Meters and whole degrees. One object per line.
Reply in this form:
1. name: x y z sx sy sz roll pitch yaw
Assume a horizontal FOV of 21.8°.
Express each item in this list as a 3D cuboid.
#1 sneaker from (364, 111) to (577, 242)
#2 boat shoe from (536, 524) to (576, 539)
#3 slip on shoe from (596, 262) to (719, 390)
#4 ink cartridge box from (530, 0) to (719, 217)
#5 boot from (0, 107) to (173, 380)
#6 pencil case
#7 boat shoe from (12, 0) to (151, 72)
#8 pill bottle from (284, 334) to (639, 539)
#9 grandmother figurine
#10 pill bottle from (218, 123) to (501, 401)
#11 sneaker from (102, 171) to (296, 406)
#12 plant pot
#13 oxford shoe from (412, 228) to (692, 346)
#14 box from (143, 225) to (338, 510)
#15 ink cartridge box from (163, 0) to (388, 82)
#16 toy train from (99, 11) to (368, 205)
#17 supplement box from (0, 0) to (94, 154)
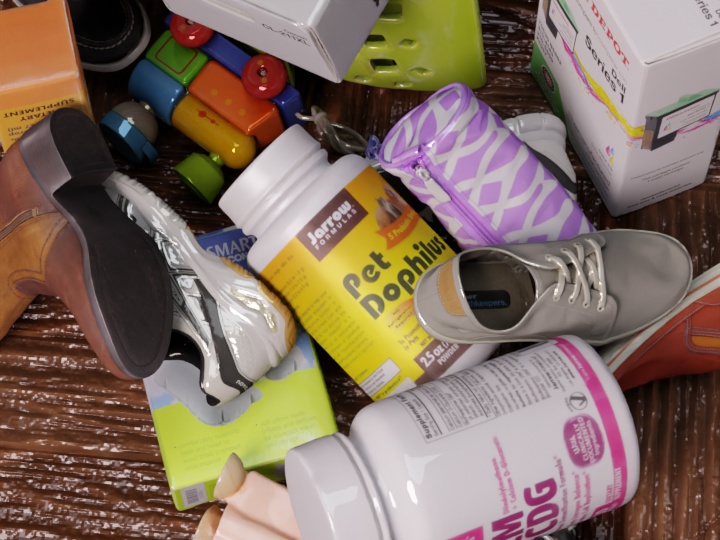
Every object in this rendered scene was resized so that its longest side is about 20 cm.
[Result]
1. sneaker: 0.063 -0.050 1.334 0.198 0.074 0.081 -16 68 -6
2. boat shoe: 0.110 0.178 1.214 0.199 0.072 0.071 29 71 17
3. slip on shoe: 0.224 0.046 1.285 0.199 0.074 0.061 -31 84 -13
4. ink cartridge box: 0.190 -0.156 1.313 0.083 0.200 0.146 -21 64 -10
5. boot: -0.222 0.018 1.245 0.068 0.200 0.189 -17 76 -50
6. pencil case: 0.098 -0.036 1.266 0.200 0.084 0.086 44 28 -20
7. boat shoe: -0.231 -0.221 1.408 0.074 0.060 0.200 -40 56 -5
8. pill bottle: 0.061 0.123 1.152 0.198 0.114 0.114 -19 64 -16
9. grandmother figurine: -0.009 0.198 1.205 0.199 0.061 0.122 24 108 6
10. pill bottle: 0.000 0.000 1.257 0.200 0.109 0.109 45 71 0
11. sneaker: -0.139 0.010 1.252 0.199 0.076 0.088 37 74 21
12. plant pot: -0.009 -0.253 1.374 0.179 0.200 0.201 -6 64 4
13. oxford shoe: 0.131 0.010 1.207 0.198 0.058 0.076 -6 74 -21
14. box: -0.095 0.053 1.298 0.121 0.048 0.201 -15 64 -7
15. ink cartridge box: -0.035 -0.245 1.226 0.145 0.083 0.201 25 77 21
16. toy train: -0.087 -0.094 1.358 0.199 0.085 0.116 37 79 18
17. supplement box: -0.216 -0.102 1.293 0.066 0.200 0.069 -13 67 -6
